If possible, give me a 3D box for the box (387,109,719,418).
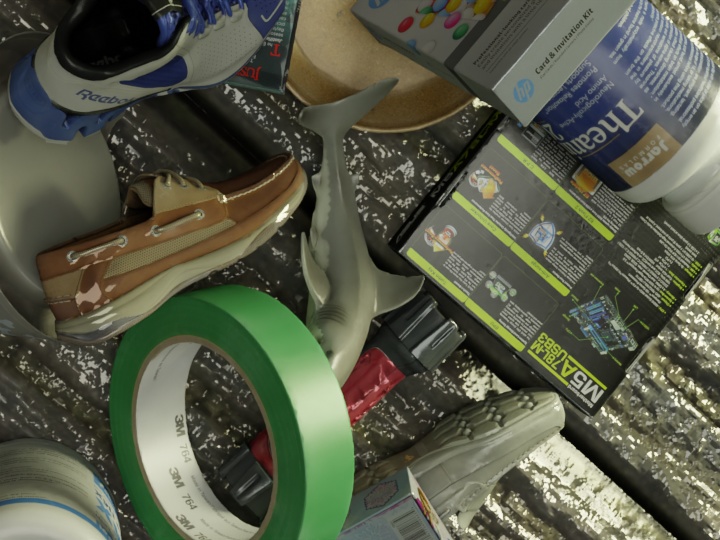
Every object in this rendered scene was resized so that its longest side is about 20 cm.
[{"bbox_3d":[0.154,-0.028,1.199,0.199,0.048,0.194,39,91,-13],"label":"box"}]

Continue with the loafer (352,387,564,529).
[{"bbox_3d":[0.066,0.154,1.201,0.198,0.070,0.070,-30,107,3],"label":"loafer"}]

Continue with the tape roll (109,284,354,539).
[{"bbox_3d":[-0.090,0.112,1.100,0.048,0.199,0.203,-13,103,-45],"label":"tape roll"}]

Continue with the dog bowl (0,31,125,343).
[{"bbox_3d":[-0.214,-0.050,1.061,0.058,0.200,0.203,-9,102,26],"label":"dog bowl"}]

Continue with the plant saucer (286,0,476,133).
[{"bbox_3d":[0.017,-0.199,1.153,0.197,0.035,0.203,-1,98,-11],"label":"plant saucer"}]

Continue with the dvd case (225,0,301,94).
[{"bbox_3d":[-0.103,-0.232,1.106,0.144,0.022,0.203,10,90,4],"label":"dvd case"}]

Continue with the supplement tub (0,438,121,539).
[{"bbox_3d":[-0.221,0.196,1.081,0.130,0.200,0.134,-2,99,-10],"label":"supplement tub"}]

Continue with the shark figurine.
[{"bbox_3d":[0.001,-0.016,1.142,0.088,0.128,0.218,1,80,2],"label":"shark figurine"}]

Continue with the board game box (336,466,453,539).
[{"bbox_3d":[-0.002,0.271,1.181,0.198,0.041,0.201,-28,111,7],"label":"board game box"}]

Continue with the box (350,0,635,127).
[{"bbox_3d":[0.096,-0.189,1.049,0.156,0.200,0.041,-48,123,-1],"label":"box"}]

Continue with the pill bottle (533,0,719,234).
[{"bbox_3d":[0.183,-0.118,1.114,0.199,0.111,0.111,39,90,-13],"label":"pill bottle"}]

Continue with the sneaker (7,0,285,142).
[{"bbox_3d":[-0.117,-0.154,1.006,0.199,0.115,0.081,-34,90,-29],"label":"sneaker"}]

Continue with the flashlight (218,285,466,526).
[{"bbox_3d":[-0.010,0.099,1.171,0.200,0.068,0.068,-43,69,3],"label":"flashlight"}]

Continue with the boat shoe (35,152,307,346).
[{"bbox_3d":[-0.118,-0.029,1.036,0.199,0.075,0.072,-35,106,-29],"label":"boat shoe"}]
